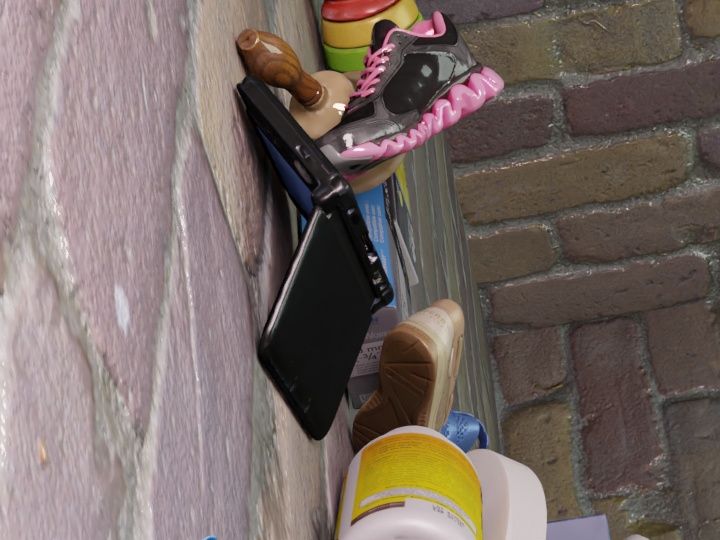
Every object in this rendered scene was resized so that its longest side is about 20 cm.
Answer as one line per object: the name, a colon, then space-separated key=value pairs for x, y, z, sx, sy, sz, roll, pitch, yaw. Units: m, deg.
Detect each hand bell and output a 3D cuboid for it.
hand bell: x=-0.043 y=-0.136 z=1.273 sx=0.200 sy=0.104 sz=0.105 roll=35 pitch=44 yaw=-63

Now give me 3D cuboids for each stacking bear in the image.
stacking bear: x=0.005 y=-0.240 z=1.669 sx=0.122 sy=0.113 sz=0.201 roll=-89 pitch=163 yaw=-60

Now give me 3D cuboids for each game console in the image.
game console: x=-0.052 y=-0.006 z=1.192 sx=0.176 sy=0.116 sz=0.200 roll=50 pitch=-7 yaw=24

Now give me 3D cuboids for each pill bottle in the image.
pill bottle: x=0.037 y=0.188 z=1.269 sx=0.200 sy=0.109 sz=0.110 roll=-79 pitch=158 yaw=-72

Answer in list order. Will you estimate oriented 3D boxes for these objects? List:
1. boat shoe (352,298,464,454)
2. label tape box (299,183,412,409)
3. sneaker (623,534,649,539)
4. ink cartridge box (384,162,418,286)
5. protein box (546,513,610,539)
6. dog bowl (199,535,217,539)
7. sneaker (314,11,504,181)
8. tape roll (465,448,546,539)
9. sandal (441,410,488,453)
boat shoe: x=0.046 y=0.105 z=1.395 sx=0.065 sy=0.071 sz=0.200 roll=-41 pitch=159 yaw=-38
label tape box: x=0.000 y=0.000 z=1.431 sx=0.200 sy=0.063 sz=0.145 roll=73 pitch=9 yaw=-52
sneaker: x=0.290 y=0.339 z=1.619 sx=0.076 sy=0.080 sz=0.201 roll=-73 pitch=152 yaw=-73
ink cartridge box: x=0.031 y=-0.088 z=1.930 sx=0.200 sy=0.047 sz=0.198 roll=64 pitch=17 yaw=-61
protein box: x=0.147 y=0.341 z=1.609 sx=0.135 sy=0.199 sz=0.199 roll=50 pitch=31 yaw=-78
dog bowl: x=-0.065 y=0.166 z=0.686 sx=0.200 sy=0.049 sz=0.112 roll=48 pitch=33 yaw=-77
sneaker: x=0.021 y=-0.134 z=1.263 sx=0.200 sy=0.079 sz=0.096 roll=-36 pitch=101 yaw=-47
tape roll: x=0.078 y=0.240 z=1.353 sx=0.203 sy=0.037 sz=0.203 roll=-54 pitch=-158 yaw=32
sandal: x=0.089 y=0.172 z=1.865 sx=0.200 sy=0.087 sz=0.080 roll=54 pitch=29 yaw=-72
